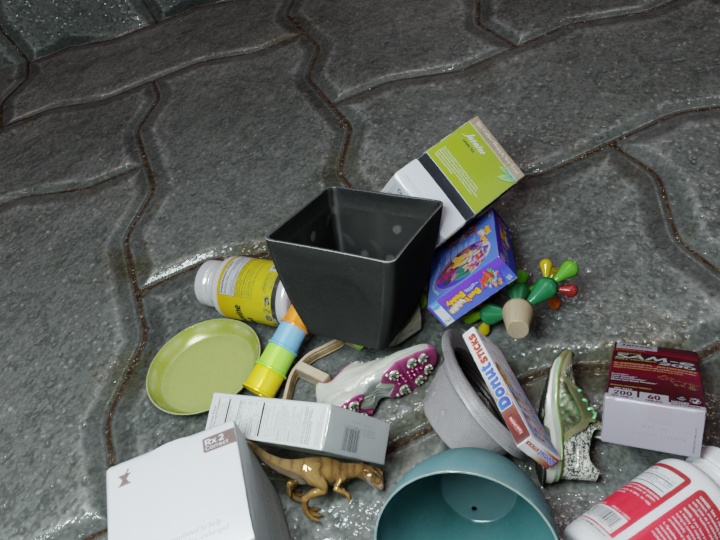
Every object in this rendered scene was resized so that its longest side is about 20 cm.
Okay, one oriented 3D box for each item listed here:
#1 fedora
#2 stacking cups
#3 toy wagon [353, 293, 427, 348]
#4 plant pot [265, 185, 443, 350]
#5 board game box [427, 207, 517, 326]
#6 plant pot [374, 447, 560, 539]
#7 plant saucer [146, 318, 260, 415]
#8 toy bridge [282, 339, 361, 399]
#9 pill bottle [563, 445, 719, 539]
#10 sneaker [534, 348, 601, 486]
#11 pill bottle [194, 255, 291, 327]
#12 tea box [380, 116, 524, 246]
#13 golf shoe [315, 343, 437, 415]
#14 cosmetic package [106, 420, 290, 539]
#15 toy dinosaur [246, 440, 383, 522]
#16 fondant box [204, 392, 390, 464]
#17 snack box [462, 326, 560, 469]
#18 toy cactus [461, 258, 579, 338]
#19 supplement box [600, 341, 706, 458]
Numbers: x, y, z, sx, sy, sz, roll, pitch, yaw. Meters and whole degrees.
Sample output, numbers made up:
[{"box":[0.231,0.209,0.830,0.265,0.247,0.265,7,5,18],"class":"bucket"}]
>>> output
[{"box":[0.146,0.184,0.891,0.090,0.177,0.200,-42,40,16],"class":"fedora"},{"box":[-0.116,0.110,1.068,0.060,0.061,0.200,15,66,31],"class":"stacking cups"},{"box":[0.008,0.062,1.109,0.155,0.040,0.200,-28,38,-36],"class":"toy wagon"},{"box":[0.000,0.000,1.001,0.199,0.178,0.200,11,34,23],"class":"plant pot"},{"box":[0.175,-0.011,1.058,0.134,0.045,0.200,-38,15,23],"class":"board game box"},{"box":[0.128,0.285,0.764,0.199,0.201,0.135,-2,14,17],"class":"plant pot"},{"box":[-0.259,0.165,1.115,0.199,0.031,0.200,-10,43,9],"class":"plant saucer"},{"box":[-0.076,0.167,1.053,0.067,0.027,0.200,20,54,34],"class":"toy bridge"},{"box":[0.335,0.282,0.732,0.200,0.112,0.112,-28,43,-12],"class":"pill bottle"},{"box":[0.284,0.197,0.883,0.088,0.077,0.200,11,53,10],"class":"sneaker"},{"box":[-0.187,0.035,1.168,0.199,0.113,0.113,8,48,26],"class":"pill bottle"},{"box":[0.136,-0.126,1.144,0.197,0.200,0.134,-36,87,-22],"class":"tea box"},{"box":[0.020,0.158,1.001,0.200,0.075,0.092,-29,40,-14],"class":"golf shoe"},{"box":[-0.183,0.323,0.795,0.164,0.200,0.165,-22,42,-4],"class":"cosmetic package"},{"box":[-0.070,0.268,0.879,0.199,0.107,0.060,14,18,-19],"class":"toy dinosaur"},{"box":[-0.082,0.208,0.876,0.199,0.144,0.058,-1,69,35],"class":"fondant box"},{"box":[0.190,0.158,0.856,0.024,0.072,0.200,-40,34,15],"class":"snack box"},{"box":[0.239,0.055,1.007,0.199,0.103,0.165,-17,21,21],"class":"toy cactus"},{"box":[0.365,0.153,0.830,0.108,0.061,0.200,5,14,22],"class":"supplement box"}]
